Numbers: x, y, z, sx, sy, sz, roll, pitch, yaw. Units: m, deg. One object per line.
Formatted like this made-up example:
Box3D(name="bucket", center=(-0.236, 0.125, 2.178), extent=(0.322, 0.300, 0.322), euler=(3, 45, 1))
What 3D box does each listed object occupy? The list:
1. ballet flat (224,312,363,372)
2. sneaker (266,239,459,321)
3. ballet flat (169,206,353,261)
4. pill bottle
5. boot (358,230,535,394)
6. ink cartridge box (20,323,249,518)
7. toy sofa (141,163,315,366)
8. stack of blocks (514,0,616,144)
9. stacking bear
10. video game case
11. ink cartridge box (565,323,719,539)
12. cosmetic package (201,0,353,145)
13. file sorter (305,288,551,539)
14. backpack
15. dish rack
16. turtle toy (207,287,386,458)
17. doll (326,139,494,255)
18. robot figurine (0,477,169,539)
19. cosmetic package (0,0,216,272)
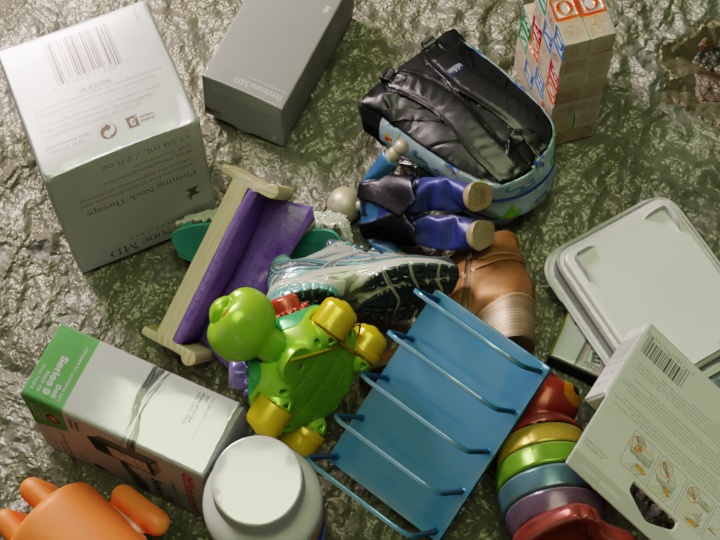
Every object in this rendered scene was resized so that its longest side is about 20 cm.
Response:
Box3D(name="ballet flat", center=(-0.060, 0.054, 1.539), extent=(0.198, 0.068, 0.068), euler=(-24, 57, -26))
Box3D(name="sneaker", center=(0.000, 0.000, 1.496), extent=(0.197, 0.078, 0.087), euler=(-7, 45, -9))
Box3D(name="ballet flat", center=(-0.101, -0.038, 1.595), extent=(0.197, 0.072, 0.073), euler=(3, 63, 9))
Box3D(name="pill bottle", center=(-0.088, 0.227, 1.385), extent=(0.110, 0.201, 0.113), euler=(0, 64, 0))
Box3D(name="boot", center=(0.089, 0.048, 1.546), extent=(0.198, 0.074, 0.156), euler=(-18, 44, 16))
Box3D(name="ink cartridge box", center=(-0.214, 0.150, 1.454), extent=(0.198, 0.146, 0.085), euler=(23, 65, 12))
Box3D(name="toy sofa", center=(-0.131, 0.000, 1.518), extent=(0.097, 0.083, 0.202), euler=(28, 95, 9))
Box3D(name="stack of blocks", center=(0.218, -0.238, 1.609), extent=(0.058, 0.201, 0.116), euler=(-14, 65, -6))
Box3D(name="stacking bear", center=(0.184, 0.186, 1.456), extent=(0.113, 0.121, 0.202), euler=(-28, 48, 27))
Box3D(name="video game case", center=(0.319, 0.058, 1.560), extent=(0.198, 0.026, 0.182), euler=(23, 66, 12))
Box3D(name="ink cartridge box", center=(0.297, 0.182, 1.436), extent=(0.200, 0.045, 0.177), euler=(42, 64, -9))
Box3D(name="cosmetic package", center=(-0.091, -0.254, 1.686), extent=(0.106, 0.090, 0.202), euler=(21, 63, 8))
Box3D(name="file sorter", center=(0.062, 0.134, 1.405), extent=(0.138, 0.123, 0.201), euler=(34, 93, 17))
Box3D(name="backpack", center=(0.123, -0.144, 1.609), extent=(0.163, 0.155, 0.199), euler=(-41, 49, -23))
Box3D(name="dish rack", center=(0.305, 0.022, 1.541), extent=(0.170, 0.044, 0.201), euler=(-27, 68, -13))
Box3D(name="turtle toy", center=(-0.071, 0.079, 1.398), extent=(0.101, 0.200, 0.146), euler=(32, 84, 32))
Box3D(name="doll", center=(0.047, -0.069, 1.572), extent=(0.198, 0.138, 0.048), euler=(4, 15, 39))
Box3D(name="robot figurine", center=(-0.254, 0.280, 1.407), extent=(0.199, 0.117, 0.143), euler=(40, 46, 18))
Box3D(name="cosmetic package", center=(-0.260, -0.138, 1.566), extent=(0.166, 0.201, 0.168), euler=(-22, 65, -10))
